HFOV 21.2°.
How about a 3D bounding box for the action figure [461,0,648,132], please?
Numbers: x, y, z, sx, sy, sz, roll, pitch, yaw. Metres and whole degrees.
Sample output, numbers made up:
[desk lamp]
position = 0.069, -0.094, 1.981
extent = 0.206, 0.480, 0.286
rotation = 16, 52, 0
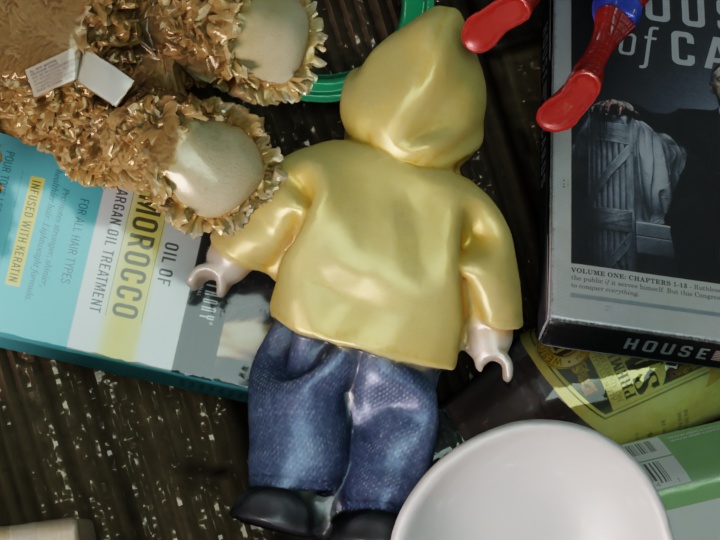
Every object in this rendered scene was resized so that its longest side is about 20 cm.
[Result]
[action figure]
position = 0.097, -0.132, 0.754
extent = 0.065, 0.052, 0.200
rotation = 42, 47, -7

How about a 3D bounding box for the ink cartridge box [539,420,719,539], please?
[ink cartridge box]
position = 0.144, 0.159, 0.753
extent = 0.144, 0.048, 0.201
rotation = -12, 112, -8

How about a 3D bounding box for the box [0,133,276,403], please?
[box]
position = -0.082, 0.001, 0.756
extent = 0.199, 0.049, 0.083
rotation = 12, 81, -4

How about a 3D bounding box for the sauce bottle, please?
[sauce bottle]
position = 0.091, 0.048, 0.760
extent = 0.199, 0.066, 0.066
rotation = -25, 85, -10

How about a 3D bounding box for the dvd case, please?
[dvd case]
position = 0.145, -0.051, 0.759
extent = 0.149, 0.025, 0.201
rotation = 7, 57, -5

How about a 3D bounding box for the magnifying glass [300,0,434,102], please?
[magnifying glass]
position = -0.069, -0.102, 0.774
extent = 0.198, 0.022, 0.080
rotation = -7, 116, -2

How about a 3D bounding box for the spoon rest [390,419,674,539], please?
[spoon rest]
position = 0.084, 0.138, 0.678
extent = 0.099, 0.061, 0.201
rotation = -34, 112, -2

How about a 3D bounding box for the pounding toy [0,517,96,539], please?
[pounding toy]
position = -0.112, 0.180, 0.653
extent = 0.141, 0.200, 0.186
rotation = -7, 83, -7

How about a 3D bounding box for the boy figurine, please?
[boy figurine]
position = 0.000, 0.000, 0.707
extent = 0.123, 0.064, 0.202
rotation = 10, 80, -1

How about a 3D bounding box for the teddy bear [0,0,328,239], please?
[teddy bear]
position = -0.110, -0.079, 0.702
extent = 0.198, 0.067, 0.146
rotation = 1, 83, 10
